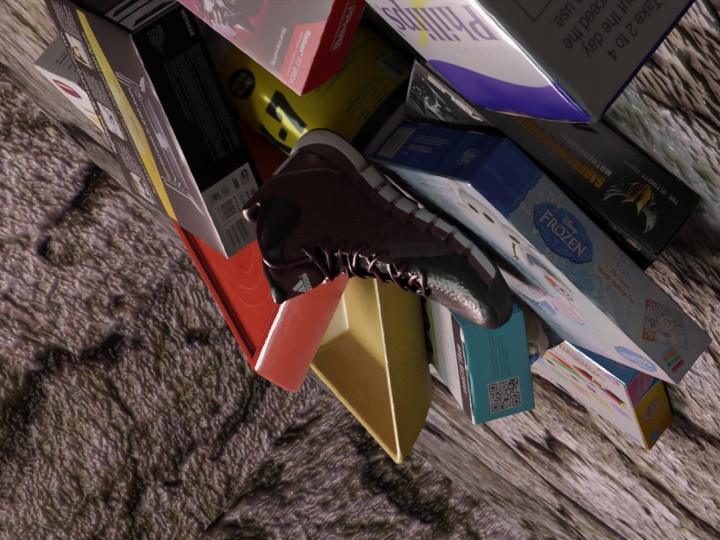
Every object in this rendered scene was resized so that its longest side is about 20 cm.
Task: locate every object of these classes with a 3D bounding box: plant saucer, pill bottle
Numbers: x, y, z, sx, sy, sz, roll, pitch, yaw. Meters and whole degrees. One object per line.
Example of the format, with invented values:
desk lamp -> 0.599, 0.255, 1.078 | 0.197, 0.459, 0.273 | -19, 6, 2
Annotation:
plant saucer -> -0.087, -0.028, 1.632 | 0.201, 0.036, 0.200 | 60, 150, 24
pill bottle -> -0.043, -0.146, 1.529 | 0.200, 0.114, 0.114 | 39, 172, 11
plant saucer -> 0.000, 0.018, 1.620 | 0.200, 0.048, 0.201 | -137, 34, -56

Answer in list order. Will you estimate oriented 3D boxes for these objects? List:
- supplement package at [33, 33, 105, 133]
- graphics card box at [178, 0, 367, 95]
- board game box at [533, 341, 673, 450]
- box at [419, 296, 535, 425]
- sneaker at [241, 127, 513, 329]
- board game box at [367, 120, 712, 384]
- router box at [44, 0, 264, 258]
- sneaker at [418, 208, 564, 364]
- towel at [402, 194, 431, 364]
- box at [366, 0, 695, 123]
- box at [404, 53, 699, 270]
supplement package -> -0.147, -0.161, 1.781 | 0.200, 0.156, 0.111 | 44, 172, -30
graphics card box -> -0.082, -0.220, 1.338 | 0.200, 0.051, 0.126 | 40, 139, 14
board game box -> 0.202, 0.076, 1.867 | 0.153, 0.040, 0.200 | 37, 171, 23
box -> 0.073, 0.033, 1.567 | 0.200, 0.049, 0.083 | -124, 23, -63
sneaker -> 0.000, 0.000, 1.411 | 0.200, 0.115, 0.076 | 38, 156, 23
board game box -> 0.116, -0.017, 1.392 | 0.199, 0.043, 0.200 | 43, 173, -19
router box -> -0.149, -0.124, 1.535 | 0.157, 0.052, 0.201 | 32, 151, 50
sneaker -> 0.112, -0.013, 1.675 | 0.201, 0.085, 0.077 | 61, 156, 24
towel -> 0.037, -0.026, 1.759 | 0.112, 0.048, 0.201 | 44, -155, -42
box -> 0.044, -0.180, 0.663 | 0.200, 0.184, 0.105 | 43, 170, -18
box -> 0.121, -0.076, 1.378 | 0.200, 0.048, 0.158 | 40, 172, 3
